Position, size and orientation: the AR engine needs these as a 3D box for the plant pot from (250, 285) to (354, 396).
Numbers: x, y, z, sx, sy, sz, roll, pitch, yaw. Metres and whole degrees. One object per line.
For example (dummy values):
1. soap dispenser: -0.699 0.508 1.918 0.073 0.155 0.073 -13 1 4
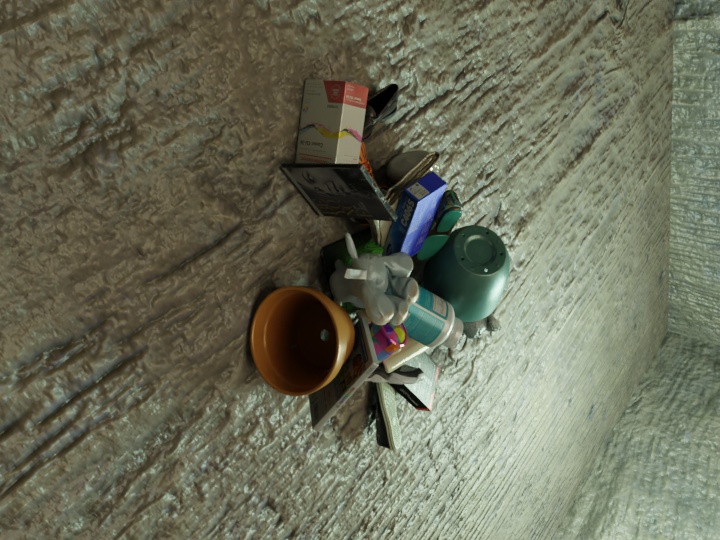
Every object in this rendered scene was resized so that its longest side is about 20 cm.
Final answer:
1. plant pot: -0.099 0.131 1.242 0.139 0.196 0.206 0 104 -65

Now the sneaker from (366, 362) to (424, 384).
1. sneaker: 0.061 0.201 1.476 0.194 0.075 0.117 7 84 -14

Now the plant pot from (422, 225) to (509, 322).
1. plant pot: 0.254 -0.008 1.467 0.201 0.199 0.162 -49 167 -26

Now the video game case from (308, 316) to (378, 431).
1. video game case: -0.041 0.210 1.298 0.018 0.144 0.201 29 113 -26

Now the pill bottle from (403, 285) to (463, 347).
1. pill bottle: 0.134 0.100 1.420 0.197 0.110 0.113 30 79 -20

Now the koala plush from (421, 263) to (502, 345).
1. koala plush: 0.257 0.089 1.593 0.173 0.203 0.186 -15 143 -16

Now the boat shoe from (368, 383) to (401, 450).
1. boat shoe: 0.054 0.347 1.575 0.074 0.061 0.206 -25 107 -61

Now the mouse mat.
1. mouse mat: 0.000 0.000 1.407 0.198 0.007 0.165 -26 106 -42

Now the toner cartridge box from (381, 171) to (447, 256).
1. toner cartridge box: 0.107 -0.100 1.304 0.094 0.043 0.202 -32 154 -34

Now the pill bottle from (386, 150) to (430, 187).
1. pill bottle: 0.131 -0.160 1.454 0.116 0.115 0.204 -39 130 -33

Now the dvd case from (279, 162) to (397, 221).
1. dvd case: -0.042 -0.147 1.190 0.149 0.196 0.016 50 58 -44

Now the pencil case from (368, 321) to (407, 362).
1. pencil case: 0.009 0.169 1.355 0.088 0.199 0.090 33 36 -29

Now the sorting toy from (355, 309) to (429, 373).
1. sorting toy: 0.079 0.111 1.468 0.183 0.036 0.204 -21 81 -44

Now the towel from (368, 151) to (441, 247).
1. towel: 0.092 -0.144 1.305 0.200 0.034 0.133 -44 160 -13

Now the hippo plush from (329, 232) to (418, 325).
1. hippo plush: 0.005 0.043 1.288 0.196 0.159 0.164 13 67 -35

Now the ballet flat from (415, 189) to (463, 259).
1. ballet flat: 0.167 -0.101 1.382 0.074 0.074 0.201 -36 167 -36

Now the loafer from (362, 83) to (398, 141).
1. loafer: 0.015 -0.323 1.288 0.200 0.071 0.064 -44 165 -40

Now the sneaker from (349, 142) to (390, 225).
1. sneaker: 0.021 -0.188 1.317 0.077 0.110 0.205 -34 126 -35

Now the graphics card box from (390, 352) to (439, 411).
1. graphics card box: 0.136 0.264 1.626 0.200 0.050 0.128 48 49 -47

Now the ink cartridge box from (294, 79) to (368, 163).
1. ink cartridge box: -0.059 -0.250 1.201 0.067 0.115 0.206 -2 103 -47
